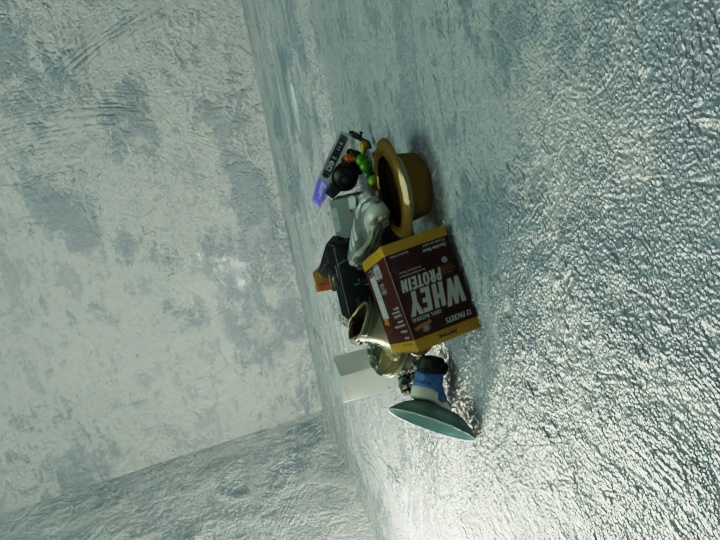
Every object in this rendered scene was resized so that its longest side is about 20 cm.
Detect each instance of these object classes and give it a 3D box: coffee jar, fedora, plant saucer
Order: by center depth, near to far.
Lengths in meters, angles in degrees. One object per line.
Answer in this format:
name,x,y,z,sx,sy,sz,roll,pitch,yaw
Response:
fedora,0.089,-0.163,1.282,0.200,0.081,0.203,165,90,-78
plant saucer,0.156,0.314,1.409,0.201,0.199,0.039,120,171,-73
coffee jar,0.000,0.000,1.573,0.085,0.198,0.105,-45,24,51

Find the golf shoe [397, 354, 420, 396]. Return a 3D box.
golf shoe,0.114,0.229,1.664,0.089,0.076,0.202,-107,11,-45

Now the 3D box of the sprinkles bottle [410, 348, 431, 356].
sprinkles bottle,0.108,0.129,1.578,0.200,0.067,0.069,-129,27,-61

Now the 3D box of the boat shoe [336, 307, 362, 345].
boat shoe,-0.029,0.121,1.759,0.201,0.068,0.071,-93,-13,-46

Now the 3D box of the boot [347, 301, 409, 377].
boot,0.039,0.151,1.445,0.072,0.153,0.202,57,135,46

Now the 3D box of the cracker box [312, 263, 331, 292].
cracker box,-0.041,-0.005,1.778,0.200,0.132,0.058,-59,-43,-73

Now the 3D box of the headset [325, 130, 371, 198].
headset,-0.035,-0.262,1.631,0.094,0.124,0.200,37,140,-11

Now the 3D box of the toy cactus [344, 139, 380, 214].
toy cactus,0.028,-0.183,1.453,0.165,0.101,0.202,48,-136,-53

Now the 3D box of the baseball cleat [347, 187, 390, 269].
baseball cleat,0.006,-0.093,1.349,0.107,0.069,0.201,60,147,21

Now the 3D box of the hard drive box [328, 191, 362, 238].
hard drive box,-0.021,-0.117,1.705,0.200,0.076,0.158,-71,-30,-81

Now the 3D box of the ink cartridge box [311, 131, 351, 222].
ink cartridge box,-0.091,-0.253,1.812,0.198,0.043,0.202,124,169,-74

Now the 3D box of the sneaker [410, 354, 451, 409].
sneaker,0.166,0.251,1.471,0.200,0.076,0.113,48,-128,-56

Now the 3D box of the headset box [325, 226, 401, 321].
headset box,0.029,0.005,1.479,0.093,0.198,0.176,-162,56,-75

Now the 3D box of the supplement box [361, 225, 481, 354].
supplement box,0.111,0.045,1.287,0.197,0.131,0.202,141,110,-77

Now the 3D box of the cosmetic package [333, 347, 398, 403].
cosmetic package,0.030,0.272,1.789,0.081,0.198,0.114,-120,18,-49

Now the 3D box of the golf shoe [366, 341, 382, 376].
golf shoe,0.048,0.172,1.723,0.097,0.077,0.203,-21,-82,-87
